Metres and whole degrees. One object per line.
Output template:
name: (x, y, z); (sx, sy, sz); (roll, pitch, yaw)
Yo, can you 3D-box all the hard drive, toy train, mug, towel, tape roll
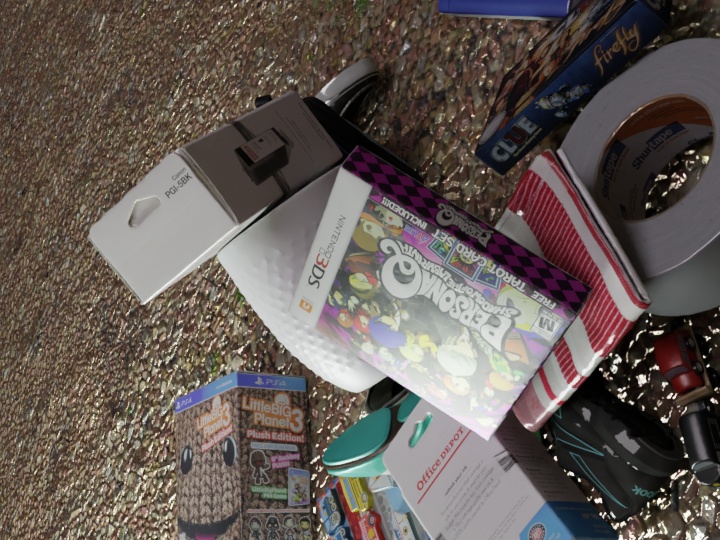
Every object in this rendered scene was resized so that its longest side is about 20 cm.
hard drive: (0.157, -0.312, 1.072); (0.200, 0.025, 0.132); (22, 100, 55)
toy train: (0.244, 0.068, 0.838); (0.034, 0.046, 0.200); (-38, 52, 44)
mug: (0.000, 0.000, 1.005); (0.175, 0.200, 0.148); (54, 174, -2)
towel: (0.138, 0.020, 0.845); (0.144, 0.023, 0.200); (64, 152, 25)
tape roll: (0.236, -0.070, 0.822); (0.200, 0.066, 0.200); (-32, 45, 37)

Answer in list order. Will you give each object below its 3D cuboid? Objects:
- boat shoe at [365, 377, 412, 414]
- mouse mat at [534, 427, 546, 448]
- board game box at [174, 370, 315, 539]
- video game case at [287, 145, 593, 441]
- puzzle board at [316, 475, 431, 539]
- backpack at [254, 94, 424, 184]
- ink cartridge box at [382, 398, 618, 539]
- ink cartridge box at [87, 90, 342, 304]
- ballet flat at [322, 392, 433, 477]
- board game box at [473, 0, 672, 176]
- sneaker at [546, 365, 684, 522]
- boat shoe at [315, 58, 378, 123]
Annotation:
boat shoe: (0.072, 0.074, 1.069); (0.200, 0.064, 0.071); (-59, 40, 28)
mouse mat: (0.119, 0.226, 1.008); (0.161, 0.008, 0.200); (-30, 56, 45)
board game box: (-0.141, 0.236, 1.307); (0.159, 0.097, 0.200); (-28, 60, 49)
video game case: (0.051, 0.023, 0.842); (0.036, 0.200, 0.181); (-51, -10, -40)
puzzle board: (0.018, 0.281, 1.139); (0.151, 0.017, 0.200); (-54, 43, 33)
backpack: (-0.045, -0.066, 1.162); (0.200, 0.154, 0.191); (38, 114, 11)
ink cartridge box: (0.114, 0.195, 0.953); (0.116, 0.067, 0.200); (-58, 45, 22)
ink cartridge box: (-0.128, -0.069, 1.001); (0.147, 0.200, 0.083); (-35, 94, 34)
ballet flat: (0.049, 0.156, 1.051); (0.200, 0.070, 0.067); (-39, 19, 30)
board game box: (0.183, -0.183, 0.937); (0.200, 0.035, 0.136); (-43, 15, 41)
sneaker: (0.174, 0.120, 0.903); (0.200, 0.075, 0.079); (50, 125, 48)
boat shoe: (-0.036, -0.157, 1.274); (0.064, 0.071, 0.200); (49, 118, 11)
